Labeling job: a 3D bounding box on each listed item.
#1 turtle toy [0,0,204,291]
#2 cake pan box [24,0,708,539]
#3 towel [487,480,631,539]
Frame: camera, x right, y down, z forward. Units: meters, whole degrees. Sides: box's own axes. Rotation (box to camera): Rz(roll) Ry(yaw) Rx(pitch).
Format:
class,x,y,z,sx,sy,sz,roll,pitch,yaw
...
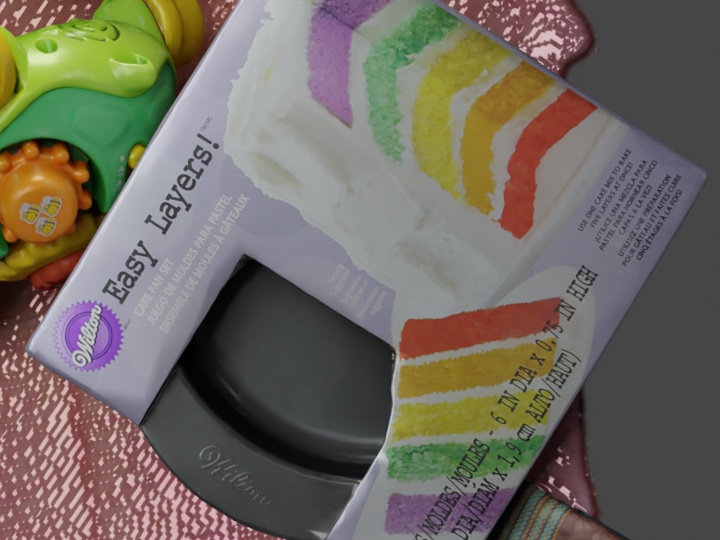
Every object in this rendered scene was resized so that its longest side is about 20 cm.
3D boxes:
class,x,y,z,sx,sy,sz,roll,pitch,yaw
turtle toy,-0.144,-0.037,1.054,0.199,0.145,0.102,-25,87,41
cake pan box,0.000,0.000,0.979,0.184,0.052,0.201,33,92,2
towel,0.068,0.195,0.961,0.146,0.022,0.201,27,90,27
